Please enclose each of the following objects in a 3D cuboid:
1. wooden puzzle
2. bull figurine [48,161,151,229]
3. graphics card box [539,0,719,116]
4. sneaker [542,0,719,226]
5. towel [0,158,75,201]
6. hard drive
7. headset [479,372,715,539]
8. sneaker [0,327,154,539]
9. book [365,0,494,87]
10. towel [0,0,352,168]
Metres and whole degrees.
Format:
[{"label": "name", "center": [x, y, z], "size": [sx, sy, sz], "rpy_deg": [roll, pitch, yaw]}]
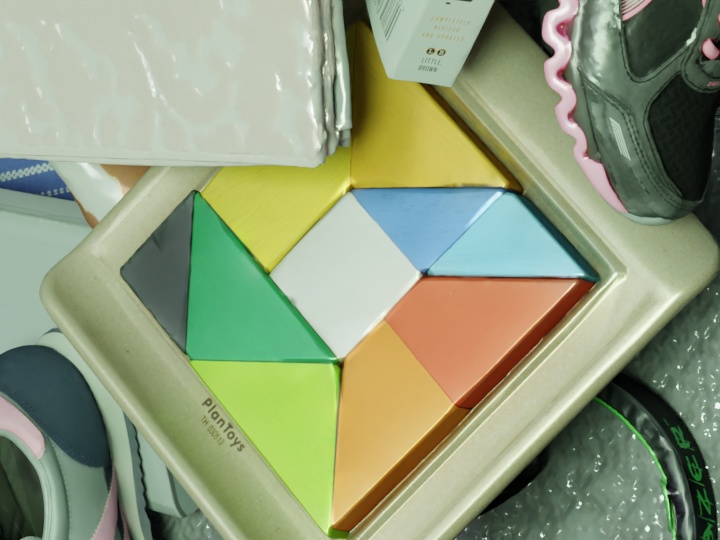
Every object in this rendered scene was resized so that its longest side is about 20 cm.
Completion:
[{"label": "wooden puzzle", "center": [0.000, 0.000, 1.017], "size": [0.200, 0.037, 0.185], "rpy_deg": [-44, 67, 8]}, {"label": "bull figurine", "center": [-0.058, -0.021, 1.122], "size": [0.065, 0.121, 0.200], "rpy_deg": [-50, 61, 30]}, {"label": "graphics card box", "center": [0.150, -0.120, 0.984], "size": [0.199, 0.051, 0.127], "rpy_deg": [-3, 90, 42]}, {"label": "sneaker", "center": [0.118, -0.113, 0.940], "size": [0.095, 0.079, 0.202], "rpy_deg": [7, 98, 29]}, {"label": "towel", "center": [-0.133, -0.105, 1.255], "size": [0.144, 0.024, 0.202], "rpy_deg": [-12, 85, 38]}, {"label": "hard drive", "center": [-0.153, 0.027, 1.243], "size": [0.199, 0.026, 0.133], "rpy_deg": [11, 121, 41]}, {"label": "headset", "center": [0.032, 0.102, 1.067], "size": [0.199, 0.094, 0.124], "rpy_deg": [-14, 82, 29]}, {"label": "sneaker", "center": [-0.124, 0.130, 1.188], "size": [0.070, 0.082, 0.201], "rpy_deg": [-6, 105, 45]}, {"label": "book", "center": [0.039, -0.179, 0.954], "size": [0.200, 0.048, 0.134], "rpy_deg": [117, 149, -45]}, {"label": "towel", "center": [-0.083, -0.138, 1.023], "size": [0.190, 0.032, 0.202], "rpy_deg": [5, 102, 40]}]
